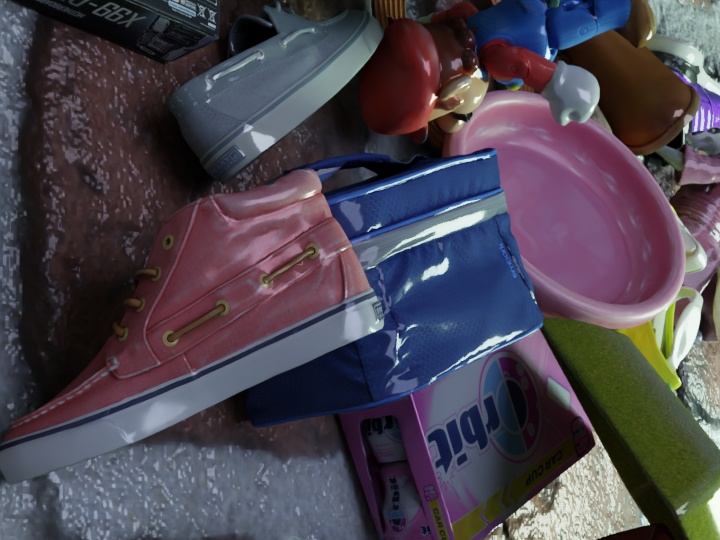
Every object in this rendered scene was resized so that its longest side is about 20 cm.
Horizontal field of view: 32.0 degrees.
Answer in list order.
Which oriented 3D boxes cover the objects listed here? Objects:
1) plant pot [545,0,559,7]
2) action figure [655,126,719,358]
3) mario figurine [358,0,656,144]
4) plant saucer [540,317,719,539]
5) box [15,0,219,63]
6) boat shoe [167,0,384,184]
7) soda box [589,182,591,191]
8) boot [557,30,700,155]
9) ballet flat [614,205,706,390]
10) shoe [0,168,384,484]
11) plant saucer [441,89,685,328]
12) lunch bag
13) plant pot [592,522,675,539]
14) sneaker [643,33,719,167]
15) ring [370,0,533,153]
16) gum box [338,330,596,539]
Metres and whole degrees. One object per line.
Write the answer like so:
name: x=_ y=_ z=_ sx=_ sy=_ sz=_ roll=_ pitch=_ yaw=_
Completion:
plant pot: x=0.017 y=-0.254 z=0.744 sx=0.200 sy=0.193 sz=0.204 roll=-2 pitch=90 yaw=-83
action figure: x=0.286 y=-0.042 z=1.065 sx=0.202 sy=0.148 sz=0.134 roll=-61 pitch=148 yaw=-7
mario figurine: x=0.093 y=-0.138 z=0.844 sx=0.123 sy=0.198 sz=0.107 roll=-131 pitch=-162 yaw=-82
plant saucer: x=0.202 y=0.136 z=0.799 sx=0.201 sy=0.047 sz=0.201 roll=57 pitch=3 yaw=-34
box: x=-0.162 y=-0.221 z=0.672 sx=0.199 sy=0.049 sz=0.160 roll=15 pitch=68 yaw=-47
boat shoe: x=-0.049 y=-0.127 z=0.761 sx=0.072 sy=0.070 sz=0.201 roll=51 pitch=38 yaw=-10
soda box: x=0.178 y=0.001 z=0.997 sx=0.070 sy=0.063 sz=0.203 roll=17 pitch=67 yaw=-46
boot: x=0.188 y=-0.183 z=1.015 sx=0.155 sy=0.074 sz=0.201 roll=45 pitch=11 yaw=-23
ballet flat: x=0.228 y=0.010 z=0.952 sx=0.067 sy=0.066 sz=0.202 roll=43 pitch=49 yaw=-37
shoe: x=-0.093 y=0.025 z=0.611 sx=0.198 sy=0.071 sz=0.092 roll=-24 pitch=88 yaw=-6
plant saucer: x=0.139 y=-0.038 z=0.897 sx=0.198 sy=0.051 sz=0.203 roll=18 pitch=47 yaw=-21
lunch bag: x=0.000 y=0.000 z=0.732 sx=0.199 sy=0.135 sz=0.134 roll=-20 pitch=94 yaw=-49
plant pot: x=0.116 y=0.296 z=0.751 sx=0.201 sy=0.175 sz=0.200 roll=58 pitch=43 yaw=-21
sneaker: x=0.296 y=-0.141 z=1.182 sx=0.199 sy=0.069 sz=0.101 roll=24 pitch=82 yaw=-55
ring: x=0.070 y=-0.175 z=0.956 sx=0.199 sy=0.019 sz=0.204 roll=17 pitch=67 yaw=-45
gum box: x=0.072 y=0.103 z=0.839 sx=0.199 sy=0.066 sz=0.115 roll=-23 pitch=96 yaw=-50
